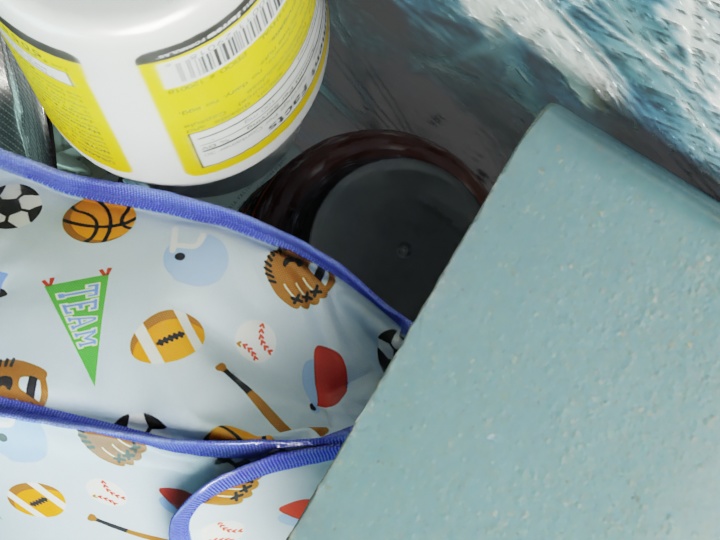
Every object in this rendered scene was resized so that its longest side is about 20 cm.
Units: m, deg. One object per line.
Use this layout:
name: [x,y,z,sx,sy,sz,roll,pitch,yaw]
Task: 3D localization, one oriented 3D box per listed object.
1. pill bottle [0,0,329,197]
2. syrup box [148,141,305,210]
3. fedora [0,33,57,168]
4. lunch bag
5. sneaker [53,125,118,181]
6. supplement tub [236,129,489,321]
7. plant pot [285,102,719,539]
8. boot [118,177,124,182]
pill bottle: [-0.068,-0.094,0.919,0.111,0.111,0.200,40,170,15]
syrup box: [-0.013,0.015,1.278,0.200,0.079,0.081,41,171,10]
fedora: [-0.171,-0.086,1.060,0.201,0.090,0.178,-105,7,-48]
lunch bag: [-0.057,0.062,0.974,0.198,0.125,0.170,12,151,12]
sneaker: [-0.143,-0.058,1.237,0.070,0.201,0.094,4,145,5]
supplement tub: [0.000,0.000,1.081,0.107,0.107,0.200,43,170,-4]
plant pot: [0.109,0.103,0.863,0.199,0.197,0.197,27,166,20]
boot: [-0.174,-0.053,1.328,0.067,0.201,0.130,-29,132,35]
